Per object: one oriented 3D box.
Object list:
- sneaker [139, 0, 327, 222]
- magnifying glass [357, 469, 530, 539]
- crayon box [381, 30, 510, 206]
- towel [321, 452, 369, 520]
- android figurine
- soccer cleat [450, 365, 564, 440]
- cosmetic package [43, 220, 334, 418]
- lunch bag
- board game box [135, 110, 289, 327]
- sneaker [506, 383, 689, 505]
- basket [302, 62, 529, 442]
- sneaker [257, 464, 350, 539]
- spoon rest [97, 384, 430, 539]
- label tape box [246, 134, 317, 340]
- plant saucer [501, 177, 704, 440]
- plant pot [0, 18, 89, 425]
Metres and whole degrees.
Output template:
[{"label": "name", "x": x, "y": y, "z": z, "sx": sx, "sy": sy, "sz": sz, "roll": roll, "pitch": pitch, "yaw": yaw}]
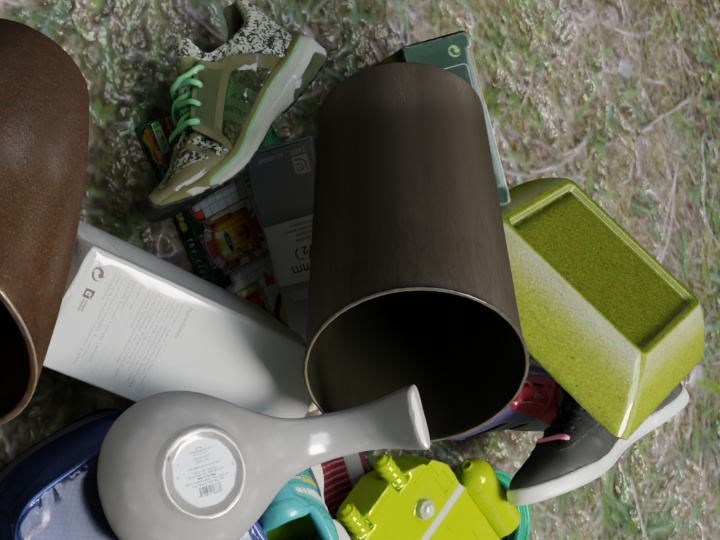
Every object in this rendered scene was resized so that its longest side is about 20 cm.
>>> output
[{"label": "sneaker", "x": -0.106, "y": -0.112, "z": 1.094, "sx": 0.089, "sy": 0.077, "sz": 0.200, "roll": 44, "pitch": 50, "yaw": -13}, {"label": "magnifying glass", "x": 0.068, "y": 0.186, "z": 1.248, "sx": 0.200, "sy": 0.022, "sz": 0.080, "roll": 19, "pitch": 69, "yaw": -45}, {"label": "crayon box", "x": 0.059, "y": -0.108, "z": 1.220, "sx": 0.051, "sy": 0.200, "sz": 0.126, "roll": -15, "pitch": 95, "yaw": -2}, {"label": "towel", "x": -0.058, "y": 0.199, "z": 1.142, "sx": 0.200, "sy": 0.023, "sz": 0.145, "roll": -19, "pitch": 95, "yaw": -45}, {"label": "android figurine", "x": 0.046, "y": 0.218, "z": 1.182, "sx": 0.182, "sy": 0.041, "sz": 0.200, "roll": -49, "pitch": 125, "yaw": -26}, {"label": "soccer cleat", "x": 0.126, "y": 0.102, "z": 1.289, "sx": 0.200, "sy": 0.076, "sz": 0.067, "roll": 7, "pitch": 79, "yaw": -43}, {"label": "cosmetic package", "x": -0.129, "y": 0.038, "z": 1.026, "sx": 0.200, "sy": 0.113, "sz": 0.081, "roll": 29, "pitch": 91, "yaw": -35}, {"label": "lunch bag", "x": -0.136, "y": 0.186, "z": 0.993, "sx": 0.136, "sy": 0.132, "sz": 0.200, "roll": -33, "pitch": 103, "yaw": -23}, {"label": "board game box", "x": -0.080, "y": -0.029, "z": 1.155, "sx": 0.105, "sy": 0.023, "sz": 0.201, "roll": -33, "pitch": 106, "yaw": -43}, {"label": "sneaker", "x": 0.167, "y": 0.100, "z": 1.244, "sx": 0.200, "sy": 0.071, "sz": 0.099, "roll": -31, "pitch": 100, "yaw": -36}, {"label": "basket", "x": 0.030, "y": -0.021, "z": 1.024, "sx": 0.181, "sy": 0.135, "sz": 0.201, "roll": 86, "pitch": 2, "yaw": -56}, {"label": "sneaker", "x": -0.039, "y": 0.195, "z": 1.049, "sx": 0.077, "sy": 0.080, "sz": 0.200, "roll": -22, "pitch": 130, "yaw": -3}, {"label": "spoon rest", "x": -0.059, "y": 0.110, "z": 0.942, "sx": 0.199, "sy": 0.061, "sz": 0.100, "roll": -11, "pitch": 85, "yaw": -27}, {"label": "label tape box", "x": 0.000, "y": 0.000, "z": 1.166, "sx": 0.143, "sy": 0.066, "sz": 0.201, "roll": -17, "pitch": 94, "yaw": -61}, {"label": "plant saucer", "x": 0.165, "y": 0.009, "z": 1.184, "sx": 0.200, "sy": 0.048, "sz": 0.200, "roll": 45, "pitch": 31, "yaw": 10}, {"label": "plant pot", "x": -0.232, "y": -0.044, "z": 0.909, "sx": 0.187, "sy": 0.187, "sz": 0.200, "roll": 47, "pitch": 41, "yaw": -28}]
